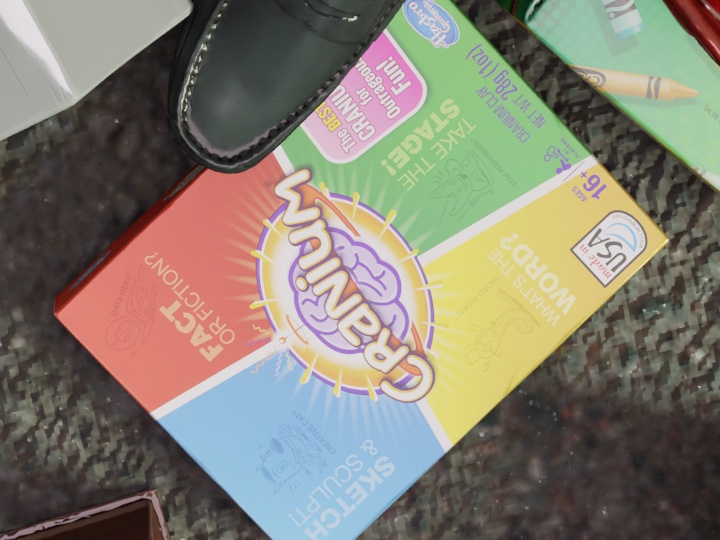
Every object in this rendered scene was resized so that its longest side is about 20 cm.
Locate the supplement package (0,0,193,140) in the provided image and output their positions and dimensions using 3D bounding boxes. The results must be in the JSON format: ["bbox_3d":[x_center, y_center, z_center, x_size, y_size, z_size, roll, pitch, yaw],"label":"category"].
[{"bbox_3d":[-0.203,-0.120,0.996,0.199,0.147,0.192,-24,101,19],"label":"supplement package"}]

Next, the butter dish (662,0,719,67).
[{"bbox_3d":[0.160,-0.181,0.982,0.148,0.199,0.201,-40,75,32],"label":"butter dish"}]

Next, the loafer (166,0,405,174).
[{"bbox_3d":[-0.010,-0.121,1.030,0.068,0.070,0.201,32,103,-13],"label":"loafer"}]

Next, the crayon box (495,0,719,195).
[{"bbox_3d":[0.147,-0.061,1.073,0.200,0.119,0.058,39,96,-9],"label":"crayon box"}]

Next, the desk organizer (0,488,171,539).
[{"bbox_3d":[-0.088,0.200,1.115,0.071,0.077,0.201,-16,100,-2],"label":"desk organizer"}]

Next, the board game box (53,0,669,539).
[{"bbox_3d":[0.000,0.000,1.111,0.200,0.040,0.153,-44,99,3],"label":"board game box"}]
